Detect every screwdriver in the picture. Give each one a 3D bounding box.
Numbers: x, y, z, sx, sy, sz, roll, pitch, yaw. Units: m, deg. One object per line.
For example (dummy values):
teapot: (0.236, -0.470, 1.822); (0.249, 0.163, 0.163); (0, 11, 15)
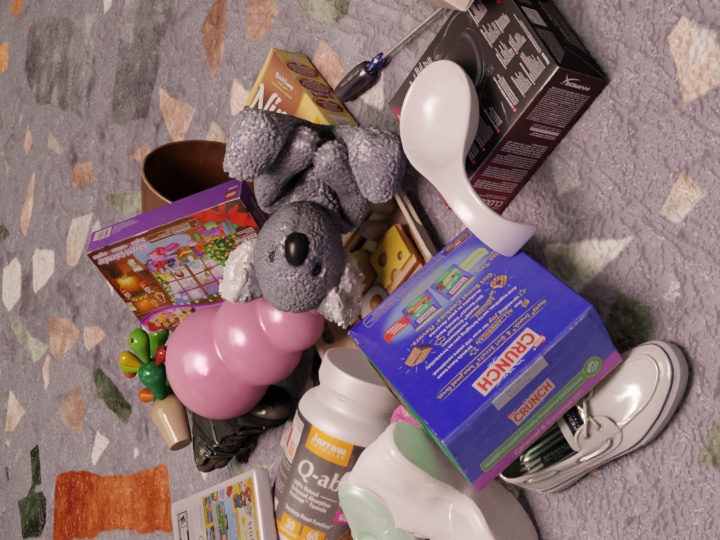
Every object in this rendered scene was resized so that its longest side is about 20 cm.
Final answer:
screwdriver: (0.036, -0.243, 1.311); (0.199, 0.028, 0.029); (-37, 29, 40)

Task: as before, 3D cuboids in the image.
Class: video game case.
video game case: (-0.141, 0.331, 1.284); (0.181, 0.023, 0.203); (-30, 62, 47)

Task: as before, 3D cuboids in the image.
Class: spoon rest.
spoon rest: (0.088, -0.104, 1.083); (0.100, 0.060, 0.202); (-50, 52, 34)

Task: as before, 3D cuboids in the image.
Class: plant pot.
plant pot: (-0.186, -0.024, 1.458); (0.187, 0.184, 0.203); (47, 132, 43)

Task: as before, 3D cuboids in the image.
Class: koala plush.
koala plush: (-0.054, -0.049, 1.220); (0.184, 0.174, 0.204); (-106, 24, -85)

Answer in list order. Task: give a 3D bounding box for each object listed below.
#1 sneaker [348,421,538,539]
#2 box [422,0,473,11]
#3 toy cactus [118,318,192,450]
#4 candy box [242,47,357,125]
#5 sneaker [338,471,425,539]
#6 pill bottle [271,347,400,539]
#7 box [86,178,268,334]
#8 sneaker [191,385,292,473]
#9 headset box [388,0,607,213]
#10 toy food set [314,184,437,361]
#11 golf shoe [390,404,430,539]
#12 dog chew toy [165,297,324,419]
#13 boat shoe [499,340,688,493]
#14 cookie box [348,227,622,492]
sneaker: (0.077, 0.223, 1.096); (0.088, 0.199, 0.075); (-44, 10, 30)
box: (0.070, -0.299, 1.156); (0.069, 0.081, 0.200); (-58, 14, 9)
toy cactus: (-0.248, 0.146, 1.530); (0.201, 0.101, 0.167); (107, 141, -60)
candy box: (-0.068, -0.155, 1.404); (0.201, 0.056, 0.118); (55, 126, 37)
sneaker: (0.010, 0.300, 1.140); (0.073, 0.118, 0.203); (-15, 104, 52)
pill bottle: (-0.022, 0.192, 1.259); (0.116, 0.115, 0.203); (34, 112, 47)
box: (-0.185, -0.013, 1.339); (0.197, 0.138, 0.039); (-18, 39, 19)
sneaker: (-0.144, 0.190, 1.445); (0.198, 0.075, 0.116); (1, 90, 53)
headset box: (0.120, -0.163, 1.156); (0.201, 0.076, 0.150); (-54, 48, 33)
toy food set: (0.000, 0.000, 1.298); (0.201, 0.060, 0.145); (-54, 48, 33)
golf shoe: (0.081, 0.207, 1.173); (0.074, 0.091, 0.203); (16, 120, 34)
dog chew toy: (-0.119, 0.078, 1.314); (0.199, 0.124, 0.126); (-32, 60, 27)
boat shoe: (0.196, 0.134, 1.034); (0.201, 0.066, 0.074); (-53, 49, 33)
cookie box: (0.104, 0.067, 1.064); (0.171, 0.075, 0.200); (-41, 34, -2)
